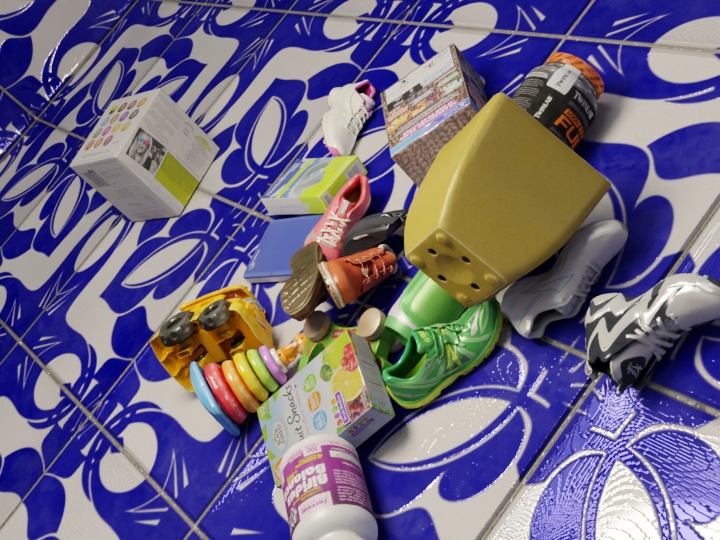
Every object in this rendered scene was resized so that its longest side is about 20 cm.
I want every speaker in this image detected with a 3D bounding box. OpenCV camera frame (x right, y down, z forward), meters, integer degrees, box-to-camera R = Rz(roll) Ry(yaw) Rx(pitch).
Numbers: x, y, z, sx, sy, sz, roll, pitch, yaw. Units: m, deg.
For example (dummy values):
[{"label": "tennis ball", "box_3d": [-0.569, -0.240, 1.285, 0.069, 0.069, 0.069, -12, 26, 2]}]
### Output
[{"label": "speaker", "box_3d": [0.122, 0.022, 1.603, 0.200, 0.088, 0.088, -52, 34, -9]}]

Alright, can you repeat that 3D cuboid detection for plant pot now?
[{"label": "plant pot", "box_3d": [0.169, -0.069, 1.468, 0.200, 0.194, 0.195, -54, 6, -29]}]

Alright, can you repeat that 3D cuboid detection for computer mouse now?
[{"label": "computer mouse", "box_3d": [0.048, -0.090, 1.814, 0.200, 0.046, 0.140, -29, 11, 48]}]

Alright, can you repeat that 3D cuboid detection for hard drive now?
[{"label": "hard drive", "box_3d": [-0.113, -0.040, 1.984, 0.200, 0.025, 0.132, -4, 52, 46]}]

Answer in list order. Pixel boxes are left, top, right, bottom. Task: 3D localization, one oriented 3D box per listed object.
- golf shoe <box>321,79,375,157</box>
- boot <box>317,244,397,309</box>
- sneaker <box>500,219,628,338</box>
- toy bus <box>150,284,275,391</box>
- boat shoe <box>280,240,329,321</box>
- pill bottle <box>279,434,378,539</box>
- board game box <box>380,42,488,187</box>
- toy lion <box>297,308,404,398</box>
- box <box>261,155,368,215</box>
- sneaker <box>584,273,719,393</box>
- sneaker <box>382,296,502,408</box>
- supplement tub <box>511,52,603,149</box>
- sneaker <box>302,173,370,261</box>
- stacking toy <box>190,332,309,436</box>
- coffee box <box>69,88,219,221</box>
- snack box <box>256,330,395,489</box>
[{"label": "golf shoe", "box_3d": [-0.020, -0.290, 2.104, 0.091, 0.075, 0.201, -22, 42, 27]}, {"label": "boot", "box_3d": [0.000, 0.000, 1.714, 0.107, 0.075, 0.200, -25, 3, 13]}, {"label": "sneaker", "box_3d": [0.278, 0.016, 1.463, 0.200, 0.070, 0.080, -44, 38, 18]}, {"label": "toy bus", "box_3d": [-0.226, 0.091, 1.898, 0.199, 0.136, 0.192, -21, 25, 30]}, {"label": "boat shoe", "box_3d": [-0.075, 0.025, 1.746, 0.072, 0.068, 0.200, -31, 21, 17]}, {"label": "pill bottle", "box_3d": [-0.039, 0.317, 1.447, 0.112, 0.112, 0.200, -38, 34, 13]}, {"label": "board game box", "box_3d": [0.131, -0.259, 1.878, 0.159, 0.097, 0.200, -32, 36, 21]}, {"label": "toy lion", "box_3d": [-0.023, 0.156, 1.655, 0.200, 0.069, 0.192, -3, 60, 46]}, {"label": "box", "box_3d": [-0.093, -0.155, 2.045, 0.200, 0.048, 0.122, 2, 44, 49]}, {"label": "sneaker", "box_3d": [0.341, 0.083, 1.304, 0.199, 0.079, 0.130, -10, 49, 42]}, {"label": "sneaker", "box_3d": [0.114, 0.106, 1.526, 0.200, 0.084, 0.074, -44, 33, 3]}, {"label": "supplement tub", "box_3d": [0.270, -0.218, 1.658, 0.200, 0.123, 0.122, -55, 34, -12]}, {"label": "sneaker", "box_3d": [-0.041, -0.083, 1.873, 0.087, 0.074, 0.201, 108, -172, -65]}, {"label": "stacking toy", "box_3d": [-0.159, 0.160, 1.771, 0.200, 0.110, 0.116, -33, 55, -2]}, {"label": "coffee box", "box_3d": [-0.470, -0.250, 2.440, 0.199, 0.200, 0.198, -2, 52, 46]}, {"label": "snack box", "box_3d": [-0.053, 0.201, 1.580, 0.200, 0.053, 0.143, -42, 43, 23]}]
